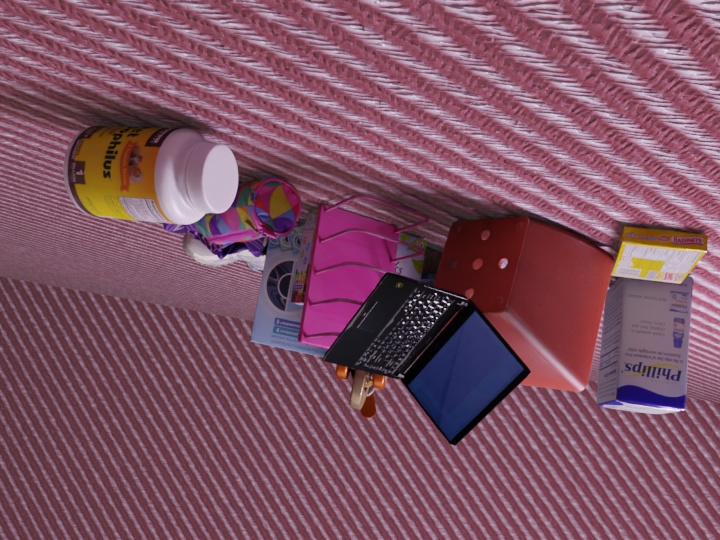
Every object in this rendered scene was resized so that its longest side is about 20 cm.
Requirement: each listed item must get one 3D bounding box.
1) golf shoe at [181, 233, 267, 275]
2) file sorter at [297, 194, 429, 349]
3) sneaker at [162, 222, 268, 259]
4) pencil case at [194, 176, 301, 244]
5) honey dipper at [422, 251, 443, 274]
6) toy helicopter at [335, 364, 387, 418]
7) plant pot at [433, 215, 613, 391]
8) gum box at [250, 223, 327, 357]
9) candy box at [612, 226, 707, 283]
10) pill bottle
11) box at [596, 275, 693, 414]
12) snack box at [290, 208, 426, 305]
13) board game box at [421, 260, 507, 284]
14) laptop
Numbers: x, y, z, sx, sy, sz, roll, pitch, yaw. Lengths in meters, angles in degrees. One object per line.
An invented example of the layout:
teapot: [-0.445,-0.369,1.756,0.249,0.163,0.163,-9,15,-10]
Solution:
golf shoe: [-0.227,-0.052,1.401,0.195,0.080,0.097,9,154,-26]
file sorter: [0.010,0.011,1.079,0.136,0.206,0.125,14,166,-25]
sneaker: [-0.246,-0.064,1.259,0.194,0.086,0.081,8,170,17]
pencil case: [-0.165,-0.082,1.081,0.087,0.091,0.198,17,169,-34]
honey dipper: [0.070,-0.018,1.342,0.037,0.039,0.197,19,172,-41]
toy helicopter: [0.019,0.144,1.235,0.077,0.202,0.135,12,129,10]
plant pot: [0.206,0.030,1.049,0.197,0.204,0.175,-1,153,46]
gum box: [-0.081,0.032,1.252,0.165,0.206,0.045,11,179,3]
candy box: [0.396,-0.018,1.022,0.099,0.027,0.200,5,169,15]
pill bottle: [-0.248,-0.114,0.905,0.195,0.113,0.109,6,169,23]
box: [0.449,0.119,1.208,0.102,0.206,0.184,7,170,10]
snack box: [0.000,0.000,1.182,0.195,0.147,0.053,14,171,-25]
board game box: [0.234,0.017,1.321,0.196,0.045,0.198,16,172,-27]
laptop: [0.078,0.119,0.966,0.196,0.105,0.178,17,130,-27]
